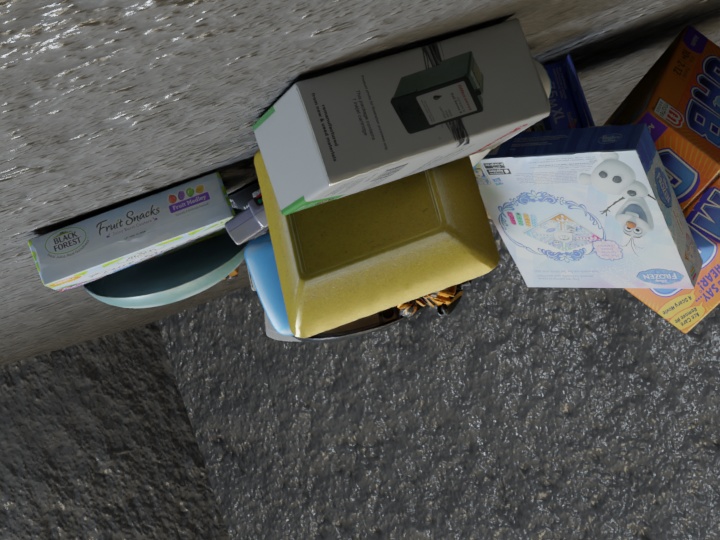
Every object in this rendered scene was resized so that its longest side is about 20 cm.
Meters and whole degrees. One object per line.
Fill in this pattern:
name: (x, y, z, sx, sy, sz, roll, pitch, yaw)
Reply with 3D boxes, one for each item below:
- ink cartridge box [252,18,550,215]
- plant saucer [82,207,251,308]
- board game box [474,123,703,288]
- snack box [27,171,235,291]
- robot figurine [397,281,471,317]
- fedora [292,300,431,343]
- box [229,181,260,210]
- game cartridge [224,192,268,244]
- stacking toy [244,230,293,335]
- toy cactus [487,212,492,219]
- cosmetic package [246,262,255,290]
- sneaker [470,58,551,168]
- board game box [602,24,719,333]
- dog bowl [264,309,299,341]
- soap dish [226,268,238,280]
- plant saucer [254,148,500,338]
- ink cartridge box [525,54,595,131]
ink cartridge box: (0.030, -0.121, 1.110, 0.198, 0.085, 0.146, -19, 179, -20)
plant saucer: (-0.204, -0.012, 1.496, 0.198, 0.028, 0.201, -13, -153, 7)
board game box: (0.230, -0.061, 1.429, 0.198, 0.200, 0.044, 1, -133, 35)
snack box: (-0.228, -0.037, 1.409, 0.198, 0.053, 0.142, -21, 177, -7)
robot figurine: (0.064, -0.052, 1.434, 0.144, 0.202, 0.058, 15, 163, -25)
fedora: (0.000, 0.000, 1.514, 0.199, 0.092, 0.201, -17, -162, 5)
box: (-0.045, -0.099, 1.582, 0.157, 0.050, 0.199, -19, 179, -37)
game cartridge: (-0.038, -0.095, 1.361, 0.199, 0.039, 0.130, -33, 178, 9)
stacking toy: (-0.072, -0.010, 1.427, 0.115, 0.111, 0.200, -26, -165, -12)
toy cactus: (0.140, -0.090, 1.589, 0.164, 0.202, 0.102, 16, -169, -45)
cosmetic package: (-0.079, -0.039, 1.735, 0.104, 0.072, 0.200, -6, -166, 8)
sneaker: (0.089, -0.128, 1.308, 0.200, 0.077, 0.081, -46, 164, 22)
board game box: (0.361, -0.102, 1.526, 0.200, 0.199, 0.200, -53, -178, 43)
dog bowl: (-0.029, 0.027, 1.709, 0.198, 0.059, 0.200, -11, -167, 3)
soap dish: (-0.228, -0.013, 1.742, 0.156, 0.082, 0.200, -19, 177, -3)
plant saucer: (0.003, -0.066, 1.229, 0.198, 0.202, 0.048, -20, 153, 11)
ink cartridge box: (0.209, -0.154, 1.499, 0.042, 0.121, 0.200, -17, 178, -8)
